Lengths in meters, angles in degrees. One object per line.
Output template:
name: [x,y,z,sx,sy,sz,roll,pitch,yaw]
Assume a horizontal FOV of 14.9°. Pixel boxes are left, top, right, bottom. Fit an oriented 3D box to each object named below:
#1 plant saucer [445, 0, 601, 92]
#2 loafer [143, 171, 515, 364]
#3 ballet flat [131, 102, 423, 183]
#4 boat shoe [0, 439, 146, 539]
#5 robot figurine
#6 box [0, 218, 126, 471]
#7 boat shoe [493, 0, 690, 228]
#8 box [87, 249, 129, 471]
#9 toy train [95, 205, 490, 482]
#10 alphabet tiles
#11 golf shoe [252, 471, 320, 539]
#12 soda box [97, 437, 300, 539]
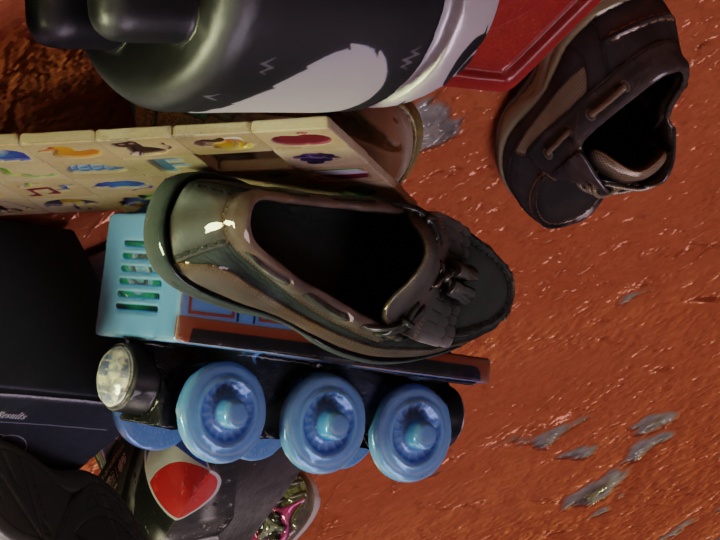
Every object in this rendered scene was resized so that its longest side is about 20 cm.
plant saucer: [0.059,-0.147,1.236,0.199,0.037,0.200,2,142,-47]
loafer: [0.000,0.000,1.198,0.199,0.072,0.063,12,169,-40]
ballet flat: [-0.020,-0.059,1.275,0.071,0.071,0.200,-41,151,27]
boat shoe: [-0.151,0.134,1.279,0.065,0.075,0.202,-27,153,14]
robot figurine: [-0.036,-0.121,1.080,0.199,0.150,0.125,-3,131,-41]
box: [-0.227,0.071,1.287,0.200,0.107,0.148,-39,153,26]
boat shoe: [0.119,-0.070,1.399,0.074,0.073,0.200,-20,154,-15]
box: [-0.076,0.035,1.439,0.158,0.048,0.200,-24,156,-9]
toy train: [-0.030,0.033,1.263,0.199,0.115,0.087,8,178,-36]
alphabet tiles: [-0.089,-0.041,1.202,0.199,0.008,0.167,-2,169,13]
golf shoe: [-0.093,0.163,1.656,0.200,0.073,0.092,-31,163,33]
soda box: [-0.071,0.085,1.407,0.071,0.063,0.200,-10,150,-33]
